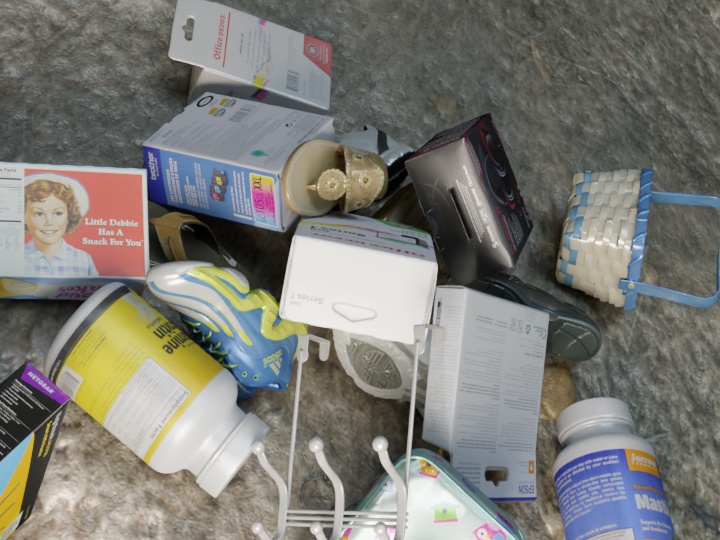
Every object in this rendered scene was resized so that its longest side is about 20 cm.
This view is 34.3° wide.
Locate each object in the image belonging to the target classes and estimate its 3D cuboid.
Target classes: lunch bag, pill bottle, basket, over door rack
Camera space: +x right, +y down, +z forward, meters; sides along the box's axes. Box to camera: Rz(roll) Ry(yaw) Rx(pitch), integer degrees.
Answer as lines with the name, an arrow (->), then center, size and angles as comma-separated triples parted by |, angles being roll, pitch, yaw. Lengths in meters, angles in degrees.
lunch bag -> 0.045, 0.275, 1.033 | 0.160, 0.201, 0.077 | 39, 4, 5
pill bottle -> 0.262, 0.240, 1.217 | 0.110, 0.112, 0.202 | 10, 53, -22
pill bottle -> -0.184, 0.113, 1.070 | 0.199, 0.112, 0.112 | 39, 47, 3
basket -> 0.348, -0.040, 1.437 | 0.197, 0.140, 0.178 | 8, 46, 17
over door rack -> -0.018, 0.136, 1.016 | 0.067, 0.146, 0.203 | 39, 54, -44

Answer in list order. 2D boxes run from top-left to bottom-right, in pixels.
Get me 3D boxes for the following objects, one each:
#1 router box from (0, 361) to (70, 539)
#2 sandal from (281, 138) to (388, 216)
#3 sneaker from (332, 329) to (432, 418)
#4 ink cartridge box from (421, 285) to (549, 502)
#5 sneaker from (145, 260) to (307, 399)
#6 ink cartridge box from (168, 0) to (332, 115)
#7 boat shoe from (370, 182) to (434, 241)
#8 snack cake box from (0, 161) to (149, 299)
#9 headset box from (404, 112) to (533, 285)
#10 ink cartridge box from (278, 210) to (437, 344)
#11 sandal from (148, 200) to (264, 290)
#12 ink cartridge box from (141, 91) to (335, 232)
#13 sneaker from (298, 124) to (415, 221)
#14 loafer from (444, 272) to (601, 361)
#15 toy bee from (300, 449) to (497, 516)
router box -> -0.305, 0.179, 0.896 | 0.051, 0.201, 0.149 | 37, 47, 6
sandal -> -0.002, -0.100, 1.219 | 0.211, 0.069, 0.079 | -12, 99, -64
sneaker -> 0.057, 0.093, 1.251 | 0.199, 0.078, 0.100 | 35, 40, -13
ink cartridge box -> 0.127, 0.128, 1.167 | 0.199, 0.040, 0.203 | 17, 76, -56
sneaker -> -0.127, 0.063, 1.133 | 0.199, 0.075, 0.107 | 24, 61, -41
ink cartridge box -> -0.137, -0.241, 1.387 | 0.197, 0.068, 0.118 | 17, 50, -19
boat shoe -> 0.066, -0.061, 1.369 | 0.070, 0.073, 0.200 | 57, 40, -8
snack cake box -> -0.305, -0.037, 1.117 | 0.197, 0.067, 0.117 | 2, 70, -20
headset box -> 0.123, -0.080, 1.295 | 0.150, 0.074, 0.200 | 67, 20, -8
ink cartridge box -> 0.000, 0.000, 1.183 | 0.142, 0.085, 0.200 | 11, 11, -1
sandal -> -0.179, -0.021, 1.211 | 0.199, 0.054, 0.081 | 33, 47, -3
ink cartridge box -> -0.140, -0.123, 1.249 | 0.197, 0.077, 0.137 | 15, 37, 20
sneaker -> -0.022, -0.112, 1.362 | 0.080, 0.074, 0.199 | 40, 41, 19
loafer -> 0.186, 0.045, 1.358 | 0.198, 0.072, 0.063 | 24, 27, -8
toy bee -> 0.060, 0.227, 1.121 | 0.197, 0.109, 0.132 | -2, 59, -29
